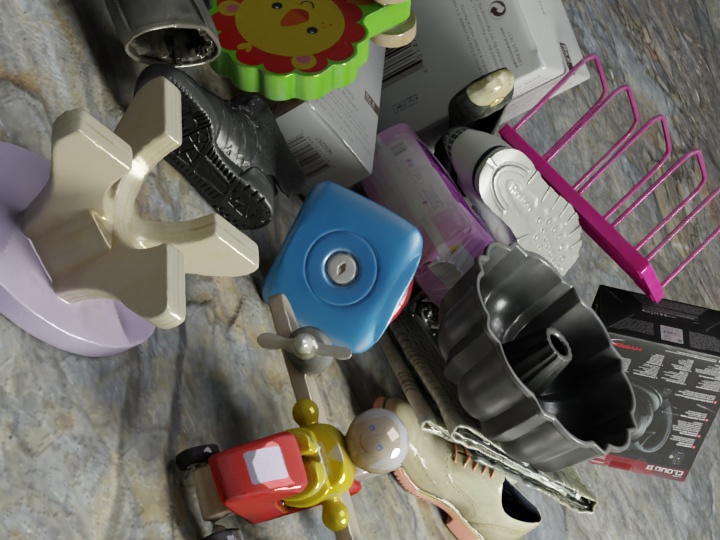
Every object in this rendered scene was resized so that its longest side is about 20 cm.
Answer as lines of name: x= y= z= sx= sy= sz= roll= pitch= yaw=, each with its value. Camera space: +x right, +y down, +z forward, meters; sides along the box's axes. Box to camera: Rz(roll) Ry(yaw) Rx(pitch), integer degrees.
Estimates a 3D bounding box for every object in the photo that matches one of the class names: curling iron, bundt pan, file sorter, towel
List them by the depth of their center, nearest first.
bundt pan: x=0.137 y=0.079 z=1.308 sx=0.201 sy=0.076 sz=0.203 roll=37 pitch=33 yaw=-28
towel: x=0.103 y=0.125 z=1.386 sx=0.192 sy=0.035 sz=0.200 roll=32 pitch=14 yaw=-34
curling iron: x=0.075 y=0.016 z=1.541 sx=0.200 sy=0.025 sz=0.050 roll=-57 pitch=140 yaw=-66
file sorter: x=0.257 y=-0.093 z=1.547 sx=0.200 sy=0.125 sz=0.139 roll=47 pitch=3 yaw=21

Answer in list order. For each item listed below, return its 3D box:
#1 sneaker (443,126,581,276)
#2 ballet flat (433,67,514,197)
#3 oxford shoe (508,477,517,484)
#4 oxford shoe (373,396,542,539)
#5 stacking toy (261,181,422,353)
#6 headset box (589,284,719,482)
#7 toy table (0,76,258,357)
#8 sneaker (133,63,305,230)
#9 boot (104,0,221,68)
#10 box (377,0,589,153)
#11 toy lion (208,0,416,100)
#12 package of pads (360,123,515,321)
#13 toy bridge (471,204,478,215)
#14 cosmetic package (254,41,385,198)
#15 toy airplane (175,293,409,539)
sneaker: x=0.144 y=-0.061 z=1.485 sx=0.080 sy=0.076 sz=0.201 roll=36 pitch=-15 yaw=45
ballet flat: x=0.113 y=-0.133 z=1.495 sx=0.200 sy=0.066 sz=0.057 roll=110 pitch=-43 yaw=-67
oxford shoe: x=0.154 y=0.142 z=1.551 sx=0.200 sy=0.057 sz=0.076 roll=-53 pitch=147 yaw=-47
oxford shoe: x=0.084 y=0.167 z=1.367 sx=0.200 sy=0.073 sz=0.071 roll=45 pitch=35 yaw=-34
stacking toy: x=0.000 y=0.000 z=1.340 sx=0.109 sy=0.117 sz=0.200 roll=28 pitch=3 yaw=8
headset box: x=0.288 y=0.126 z=1.628 sx=0.147 sy=0.201 sz=0.078 roll=12 pitch=40 yaw=-3
toy table: x=-0.166 y=-0.029 z=1.018 sx=0.199 sy=0.116 sz=0.186 roll=26 pitch=46 yaw=-54
sneaker: x=-0.109 y=-0.110 z=1.261 sx=0.200 sy=0.060 sz=0.105 roll=53 pitch=29 yaw=-36
boot: x=-0.157 y=-0.252 z=1.236 sx=0.181 sy=0.073 sz=0.201 roll=-11 pitch=60 yaw=-50
box: x=0.093 y=-0.245 z=1.593 sx=0.130 sy=0.199 sz=0.201 roll=-4 pitch=71 yaw=-62
toy lion: x=-0.059 y=-0.229 z=1.369 sx=0.200 sy=0.191 sz=0.069 roll=44 pitch=-30 yaw=32
package of pads: x=0.071 y=-0.036 z=1.443 sx=0.121 sy=0.075 sz=0.201 roll=50 pitch=7 yaw=-39
toy bridge: x=0.129 y=-0.012 z=1.565 sx=0.027 sy=0.066 sz=0.202 roll=-82 pitch=170 yaw=-61
cosmetic package: x=-0.036 y=-0.166 z=1.428 sx=0.102 sy=0.074 sz=0.201 roll=47 pitch=32 yaw=-32
toy airplane: x=-0.020 y=0.140 z=1.119 sx=0.200 sy=0.140 sz=0.200 roll=52 pitch=28 yaw=-25
